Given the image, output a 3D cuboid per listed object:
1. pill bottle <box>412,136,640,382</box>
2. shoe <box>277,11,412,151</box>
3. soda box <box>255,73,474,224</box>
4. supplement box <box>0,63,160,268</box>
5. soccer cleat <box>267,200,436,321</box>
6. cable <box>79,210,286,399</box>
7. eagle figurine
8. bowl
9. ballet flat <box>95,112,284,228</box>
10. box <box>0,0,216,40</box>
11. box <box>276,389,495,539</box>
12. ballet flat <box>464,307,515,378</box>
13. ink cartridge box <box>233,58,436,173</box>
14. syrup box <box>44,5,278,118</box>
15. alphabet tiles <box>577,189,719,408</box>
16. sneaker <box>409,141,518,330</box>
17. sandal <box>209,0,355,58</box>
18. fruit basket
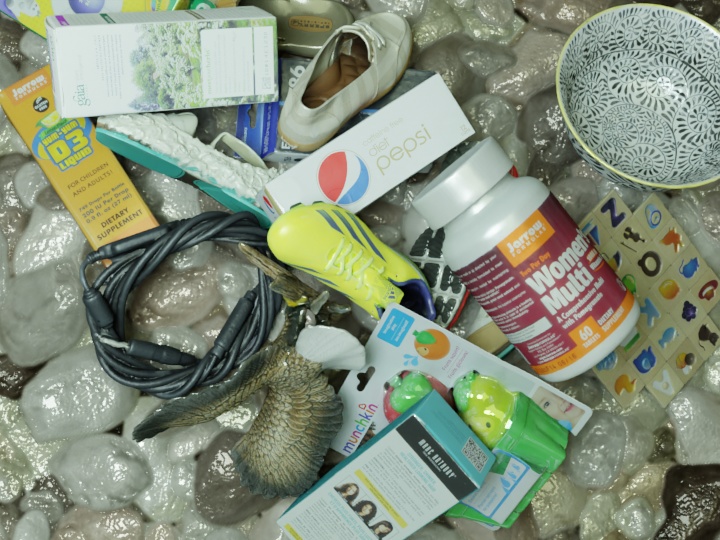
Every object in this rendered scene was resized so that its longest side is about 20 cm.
[{"bbox_3d":[0.141,-0.010,0.864,0.109,0.110,0.200,-41,95,-9],"label":"pill bottle"},{"bbox_3d":[-0.007,-0.190,0.939,0.070,0.054,0.200,30,57,11],"label":"shoe"},{"bbox_3d":[0.004,-0.099,0.924,0.199,0.064,0.068,-35,95,-13],"label":"soda box"},{"bbox_3d":[-0.264,-0.094,0.948,0.066,0.069,0.201,-34,83,-11],"label":"supplement box"},{"bbox_3d":[0.001,-0.001,0.866,0.065,0.200,0.084,-48,50,12],"label":"soccer cleat"},{"bbox_3d":[-0.150,0.030,0.917,0.199,0.051,0.164,-20,109,-19],"label":"cable"},{"bbox_3d":[-0.085,0.104,0.884,0.151,0.151,0.201,29,84,16],"label":"eagle figurine"},{"bbox_3d":[0.277,-0.150,0.976,0.199,0.094,0.202,2,67,-4],"label":"bowl"},{"bbox_3d":[-0.154,-0.109,0.943,0.199,0.072,0.072,28,79,-25],"label":"ballet flat"},{"bbox_3d":[-0.248,-0.257,0.965,0.199,0.048,0.118,31,99,3],"label":"box"},{"bbox_3d":[0.018,0.194,0.871,0.082,0.049,0.200,48,122,1],"label":"box"},{"bbox_3d":[0.153,0.042,0.965,0.199,0.069,0.063,-31,76,-18],"label":"ballet flat"},{"bbox_3d":[-0.025,-0.155,0.991,0.198,0.039,0.100,3,81,-3],"label":"ink cartridge box"},{"bbox_3d":[-0.179,-0.192,0.906,0.199,0.081,0.079,-8,114,-19],"label":"syrup box"},{"bbox_3d":[0.269,0.029,0.964,0.166,0.006,0.200,-45,106,-14],"label":"alphabet tiles"},{"bbox_3d":[0.105,-0.022,0.964,0.077,0.085,0.201,25,96,42],"label":"sneaker"},{"bbox_3d":[-0.103,-0.250,0.989,0.198,0.054,0.081,2,80,1],"label":"sandal"},{"bbox_3d":[0.076,0.142,0.890,0.199,0.094,0.186,25,124,-6],"label":"fruit basket"}]
